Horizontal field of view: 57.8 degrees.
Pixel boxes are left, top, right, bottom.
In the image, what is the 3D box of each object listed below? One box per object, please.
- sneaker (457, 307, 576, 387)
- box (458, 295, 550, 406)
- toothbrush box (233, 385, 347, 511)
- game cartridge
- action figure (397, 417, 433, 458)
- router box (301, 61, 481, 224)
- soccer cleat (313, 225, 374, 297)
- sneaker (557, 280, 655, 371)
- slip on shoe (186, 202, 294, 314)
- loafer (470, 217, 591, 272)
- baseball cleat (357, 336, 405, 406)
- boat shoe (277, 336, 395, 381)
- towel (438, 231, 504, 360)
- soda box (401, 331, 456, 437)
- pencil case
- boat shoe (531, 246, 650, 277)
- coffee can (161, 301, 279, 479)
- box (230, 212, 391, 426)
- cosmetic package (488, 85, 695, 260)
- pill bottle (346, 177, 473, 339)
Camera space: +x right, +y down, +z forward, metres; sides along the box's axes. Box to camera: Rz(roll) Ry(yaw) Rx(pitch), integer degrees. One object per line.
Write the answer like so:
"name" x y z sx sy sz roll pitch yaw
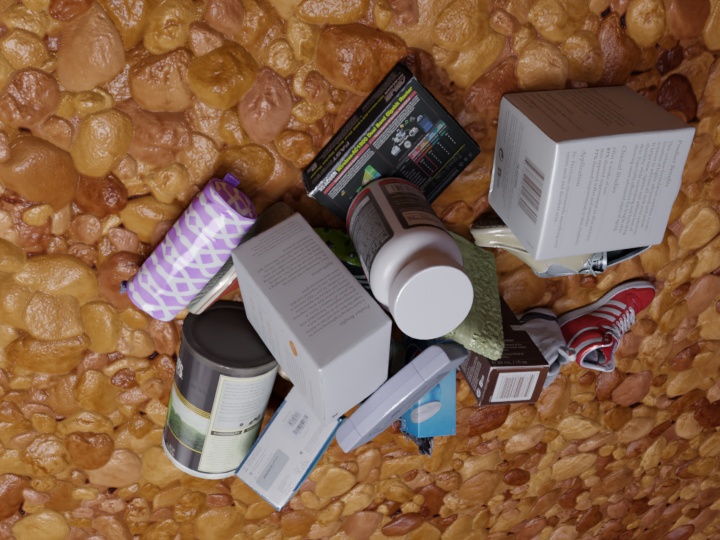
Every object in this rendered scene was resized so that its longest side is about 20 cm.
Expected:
"sneaker" 0.254 0.138 1.076 0.195 0.116 0.077 -19 126 -4
"box" 0.192 0.106 0.984 0.097 0.201 0.077 0 121 -17
"toothbrush box" -0.094 0.254 0.965 0.084 0.200 0.148 34 82 9
"game cartridge" 0.056 0.169 0.891 0.200 0.041 0.133 -44 166 16
"action figure" 0.096 0.223 1.083 0.100 0.120 0.202 -28 120 9
"router box" 0.040 -0.142 0.862 0.200 0.063 0.149 -45 124 13
"soccer cleat" 0.000 0.000 0.943 0.196 0.069 0.081 23 126 -29
"sneaker" 0.434 0.098 1.109 0.196 0.113 0.072 -26 127 1
"slip on shoe" -0.157 -0.006 0.885 0.199 0.074 0.061 -40 128 4
"loafer" 0.258 -0.034 0.972 0.194 0.076 0.070 7 104 -4
"baseball cleat" 0.006 0.097 0.962 0.104 0.069 0.206 -21 107 -23
"boat shoe" -0.039 0.132 1.010 0.194 0.065 0.074 -7 92 -18
"towel" 0.137 0.023 0.920 0.145 0.204 0.037 22 135 -22
"soda box" 0.103 0.143 0.991 0.066 0.064 0.207 1 88 -22
"pencil case" -0.218 -0.026 0.842 0.200 0.086 0.083 -44 120 14
"boat shoe" 0.369 -0.032 1.031 0.196 0.072 0.071 -21 126 -3
"coffee can" -0.198 0.171 0.935 0.142 0.147 0.204 7 120 -21
"box" -0.061 0.061 0.817 0.105 0.201 0.154 -30 150 -21
"cosmetic package" 0.301 -0.137 0.885 0.194 0.168 0.171 -7 124 -12
"pill bottle" 0.056 -0.018 0.783 0.112 0.202 0.119 -7 125 -11
